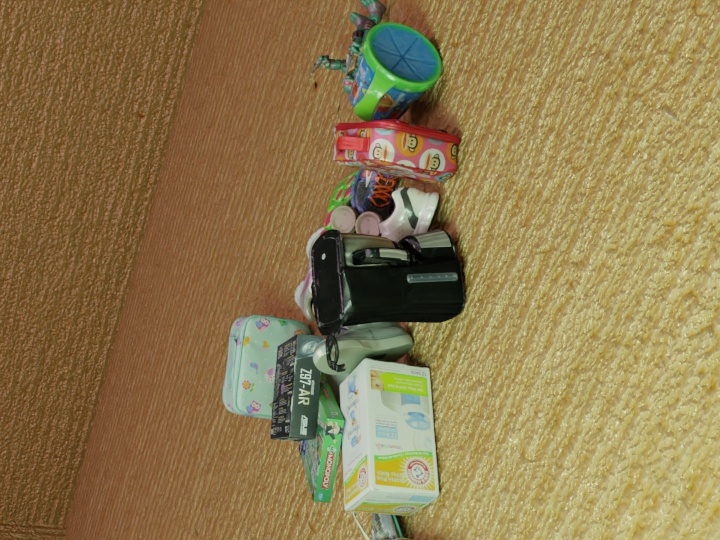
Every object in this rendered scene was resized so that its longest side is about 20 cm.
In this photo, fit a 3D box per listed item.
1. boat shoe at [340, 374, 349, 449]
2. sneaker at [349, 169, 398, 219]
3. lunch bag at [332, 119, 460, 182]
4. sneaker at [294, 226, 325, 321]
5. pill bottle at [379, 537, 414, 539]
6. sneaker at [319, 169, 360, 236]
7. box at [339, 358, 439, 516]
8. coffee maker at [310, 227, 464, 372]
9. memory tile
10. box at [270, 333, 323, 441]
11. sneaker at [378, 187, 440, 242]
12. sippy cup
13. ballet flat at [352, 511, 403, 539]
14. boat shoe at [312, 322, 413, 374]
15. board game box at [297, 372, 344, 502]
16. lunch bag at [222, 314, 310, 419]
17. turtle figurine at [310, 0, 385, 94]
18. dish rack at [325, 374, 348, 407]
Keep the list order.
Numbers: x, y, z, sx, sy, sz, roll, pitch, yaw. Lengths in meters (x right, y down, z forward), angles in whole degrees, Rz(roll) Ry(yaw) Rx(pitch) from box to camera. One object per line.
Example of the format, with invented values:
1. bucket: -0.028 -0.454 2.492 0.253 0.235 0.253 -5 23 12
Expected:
1. boat shoe: 0.002 0.192 1.692 0.057 0.066 0.202 -29 41 62
2. sneaker: 0.034 -0.164 1.796 0.078 0.075 0.202 -8 74 62
3. lunch bag: 0.041 -0.189 1.651 0.200 0.175 0.083 12 95 63
4. sneaker: -0.062 0.012 1.943 0.088 0.081 0.201 -115 33 -51
5. pill bottle: 0.071 0.421 1.416 0.200 0.110 0.113 177 102 -67
6. sneaker: -0.012 -0.093 1.867 0.076 0.084 0.201 -3 60 51
7. box: 0.040 0.247 1.555 0.101 0.111 0.202 130 145 -52
8. coffee maker: 0.038 0.036 1.533 0.134 0.198 0.194 26 114 62
9. memory tile: 0.000 0.000 1.763 0.152 0.017 0.202 13 93 26
10. box: -0.106 0.194 1.719 0.200 0.043 0.162 142 133 -73
11. sneaker: 0.059 -0.038 1.655 0.074 0.079 0.202 -58 -13 -77
12. sippy cup: 0.047 -0.314 1.745 0.140 0.177 0.131 63 145 22
13. ballet flat: 0.017 0.344 1.608 0.072 0.071 0.201 -60 31 37
14. boat shoe: -0.005 0.107 1.604 0.070 0.200 0.072 -51 59 33
15. board game box: -0.065 0.257 1.667 0.200 0.029 0.136 -123 42 -71
16. lunch bag: -0.183 0.182 2.036 0.077 0.159 0.202 170 108 -65
17. turtle figurine: -0.013 -0.400 1.969 0.149 0.100 0.202 -10 55 50
18. dish rack: -0.048 0.204 1.789 0.199 0.043 0.173 0 79 46
